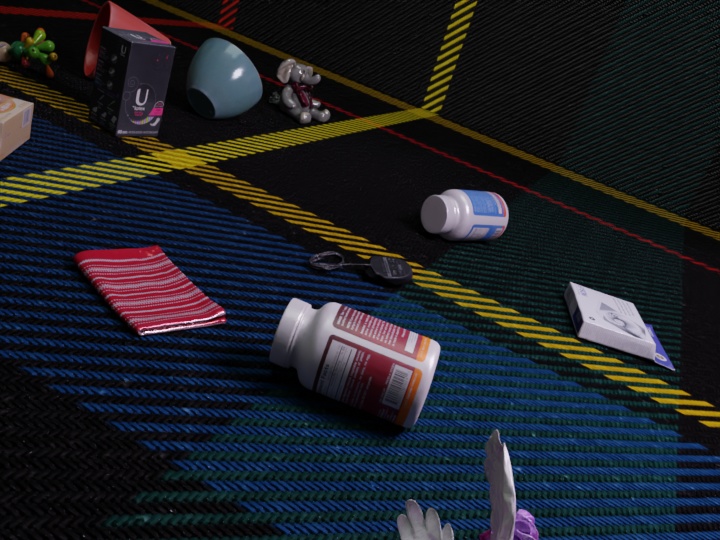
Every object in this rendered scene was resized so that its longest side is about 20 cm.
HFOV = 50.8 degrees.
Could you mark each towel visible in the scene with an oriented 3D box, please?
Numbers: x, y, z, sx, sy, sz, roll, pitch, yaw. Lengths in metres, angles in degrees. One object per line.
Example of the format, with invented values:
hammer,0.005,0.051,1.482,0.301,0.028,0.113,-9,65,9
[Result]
towel,-0.291,0.022,1.045,0.143,0.023,0.199,-6,33,-45

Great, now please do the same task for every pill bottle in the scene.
pill bottle,-0.008,0.109,0.952,0.196,0.115,0.113,21,22,4
pill bottle,0.230,-0.124,1.695,0.197,0.114,0.112,0,28,-42

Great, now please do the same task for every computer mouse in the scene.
computer mouse,0.000,0.000,1.337,0.196,0.034,0.059,7,41,-17

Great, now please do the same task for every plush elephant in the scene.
plush elephant,-0.179,-0.550,2.291,0.198,0.157,0.164,30,24,24

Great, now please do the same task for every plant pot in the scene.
plant pot,-0.370,-0.469,1.948,0.197,0.202,0.136,26,59,17
plant pot,-0.599,-0.565,1.966,0.175,0.203,0.201,16,19,-35

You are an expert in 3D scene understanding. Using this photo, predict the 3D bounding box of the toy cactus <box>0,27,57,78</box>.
toy cactus,-0.816,-0.520,1.818,0.162,0.104,0.200,-13,36,-21

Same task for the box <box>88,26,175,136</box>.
box,-0.492,-0.402,1.628,0.105,0.203,0.121,29,24,27

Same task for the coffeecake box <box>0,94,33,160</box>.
coffeecake box,-0.698,-0.270,1.322,0.196,0.074,0.154,15,23,-10

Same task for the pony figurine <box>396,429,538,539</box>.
pony figurine,0.122,0.270,0.669,0.198,0.168,0.194,29,26,-17

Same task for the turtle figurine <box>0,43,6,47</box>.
turtle figurine,-0.822,-0.411,1.419,0.197,0.145,0.195,-18,29,28

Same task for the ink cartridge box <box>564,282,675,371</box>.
ink cartridge box,0.510,0.104,1.490,0.196,0.041,0.200,19,22,-1
